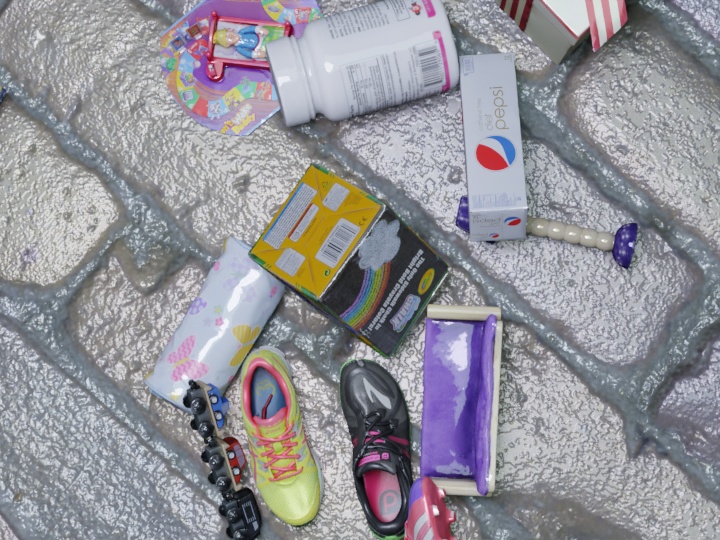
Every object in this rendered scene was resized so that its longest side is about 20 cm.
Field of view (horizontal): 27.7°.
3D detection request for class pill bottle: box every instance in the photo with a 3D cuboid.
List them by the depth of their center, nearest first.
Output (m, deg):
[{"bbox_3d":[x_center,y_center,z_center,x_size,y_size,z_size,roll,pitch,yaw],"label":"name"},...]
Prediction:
[{"bbox_3d":[0.001,-0.231,1.607,0.197,0.113,0.115,-15,83,-4],"label":"pill bottle"}]

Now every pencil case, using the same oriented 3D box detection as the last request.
[{"bbox_3d":[-0.159,0.062,1.608,0.090,0.083,0.202,27,85,26],"label":"pencil case"}]

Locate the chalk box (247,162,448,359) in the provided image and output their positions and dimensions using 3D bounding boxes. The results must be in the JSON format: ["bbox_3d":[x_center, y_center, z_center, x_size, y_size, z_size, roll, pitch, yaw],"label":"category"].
[{"bbox_3d":[0.000,0.000,1.568,0.123,0.200,0.125,32,83,39],"label":"chalk box"}]

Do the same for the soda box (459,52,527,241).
[{"bbox_3d":[0.143,-0.136,1.586,0.063,0.068,0.203,-3,62,4],"label":"soda box"}]

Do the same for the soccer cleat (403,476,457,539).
[{"bbox_3d":[0.069,0.314,1.547,0.075,0.067,0.203,-8,111,17],"label":"soccer cleat"}]

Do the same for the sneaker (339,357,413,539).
[{"bbox_3d":[0.023,0.192,1.581,0.076,0.084,0.203,-14,83,1],"label":"sneaker"}]

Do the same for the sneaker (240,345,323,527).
[{"bbox_3d":[-0.094,0.182,1.586,0.077,0.090,0.203,-17,84,0],"label":"sneaker"}]

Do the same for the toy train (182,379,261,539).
[{"bbox_3d":[-0.146,0.205,1.578,0.045,0.034,0.203,-24,111,-22],"label":"toy train"}]

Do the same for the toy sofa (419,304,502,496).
[{"bbox_3d":[0.106,0.138,1.565,0.081,0.098,0.203,3,91,3],"label":"toy sofa"}]

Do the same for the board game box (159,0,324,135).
[{"bbox_3d":[-0.133,-0.255,1.661,0.199,0.039,0.159,-38,83,-1],"label":"board game box"}]

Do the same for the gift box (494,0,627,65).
[{"bbox_3d":[0.221,-0.332,1.572,0.184,0.187,0.201,41,87,3],"label":"gift box"}]

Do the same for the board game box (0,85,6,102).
[{"bbox_3d":[-0.530,-0.158,1.665,0.198,0.062,0.202,27,87,6],"label":"board game box"}]

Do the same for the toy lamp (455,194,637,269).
[{"bbox_3d":[0.204,-0.046,1.610,0.197,0.058,0.059,12,84,6],"label":"toy lamp"}]
